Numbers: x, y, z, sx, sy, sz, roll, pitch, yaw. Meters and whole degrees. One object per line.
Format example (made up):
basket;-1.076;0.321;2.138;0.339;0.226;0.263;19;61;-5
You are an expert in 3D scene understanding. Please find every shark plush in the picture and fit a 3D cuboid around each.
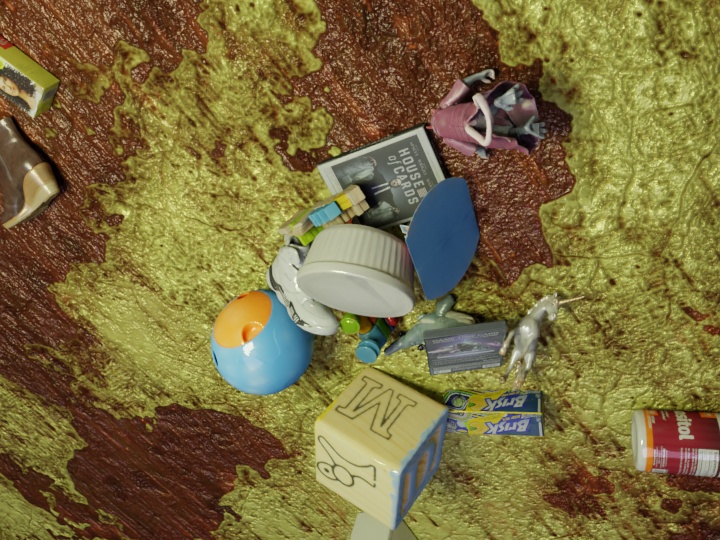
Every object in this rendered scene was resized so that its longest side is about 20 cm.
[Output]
shark plush;0.123;0.114;1.169;0.198;0.084;0.091;-13;120;25

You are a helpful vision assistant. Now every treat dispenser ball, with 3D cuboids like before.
treat dispenser ball;-0.188;0.138;1.207;0.198;0.202;0.203;8;127;11

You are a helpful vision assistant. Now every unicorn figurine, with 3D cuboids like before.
unicorn figurine;0.300;0.123;1.110;0.073;0.138;0.201;33;150;13

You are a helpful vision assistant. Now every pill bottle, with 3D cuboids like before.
pill bottle;0.609;0.317;1.144;0.197;0.113;0.114;-1;124;17

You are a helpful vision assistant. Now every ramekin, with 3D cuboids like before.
ramekin;0.000;0.000;1.035;0.200;0.095;0.203;12;160;5

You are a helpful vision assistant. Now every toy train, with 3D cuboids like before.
toy train;-0.013;0.068;1.157;0.084;0.116;0.201;-21;116;28

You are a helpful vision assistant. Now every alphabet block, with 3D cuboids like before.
alphabet block;0.040;0.352;1.259;0.198;0.196;0.197;24;130;26

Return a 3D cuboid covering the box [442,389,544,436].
box;0.268;0.286;1.258;0.197;0.065;0.071;-3;124;19

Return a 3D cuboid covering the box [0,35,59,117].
box;-0.632;-0.363;1.086;0.199;0.050;0.075;37;127;-10

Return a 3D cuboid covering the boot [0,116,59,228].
boot;-0.688;-0.189;1.232;0.199;0.072;0.167;-27;101;32

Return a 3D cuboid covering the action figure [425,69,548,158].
action figure;0.158;-0.204;0.892;0.199;0.148;0.135;13;125;50

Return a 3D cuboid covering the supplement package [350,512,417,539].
supplement package;0.072;0.727;1.595;0.119;0.122;0.201;-19;118;28

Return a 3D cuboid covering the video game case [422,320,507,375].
video game case;0.190;0.144;1.133;0.141;0.019;0.201;-8;151;6

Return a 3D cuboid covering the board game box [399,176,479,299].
board game box;0.125;-0.057;1.014;0.039;0.158;0.201;22;149;40

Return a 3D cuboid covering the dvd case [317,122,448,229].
dvd case;0.045;-0.146;1.047;0.198;0.025;0.151;-15;119;26

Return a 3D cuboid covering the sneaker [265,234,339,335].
sneaker;-0.099;0.021;1.136;0.200;0.075;0.116;45;129;32

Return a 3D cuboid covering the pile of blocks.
pile of blocks;-0.060;-0.080;1.063;0.199;0.082;0.062;-20;114;44
